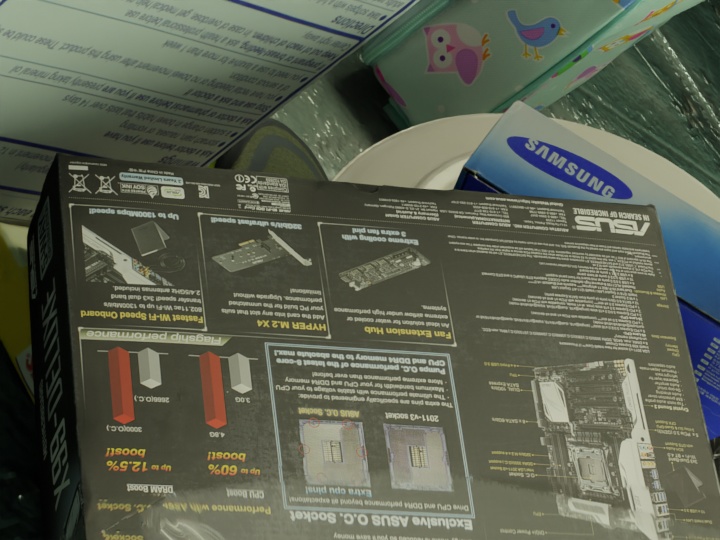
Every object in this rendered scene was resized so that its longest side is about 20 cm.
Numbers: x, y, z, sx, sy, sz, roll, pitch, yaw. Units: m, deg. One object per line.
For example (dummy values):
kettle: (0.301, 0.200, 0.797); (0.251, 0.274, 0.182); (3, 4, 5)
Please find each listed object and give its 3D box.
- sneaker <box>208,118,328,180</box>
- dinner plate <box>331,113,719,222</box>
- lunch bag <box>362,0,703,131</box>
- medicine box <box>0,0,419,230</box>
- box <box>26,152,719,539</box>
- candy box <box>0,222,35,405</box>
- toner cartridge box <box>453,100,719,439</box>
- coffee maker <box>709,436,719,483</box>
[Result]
sneaker: (0.000, 0.000, 0.977); (0.074, 0.081, 0.200); (21, 25, -35)
dinner plate: (0.076, 0.005, 1.072); (0.200, 0.024, 0.200); (6, 48, -7)
lunch bag: (0.084, -0.123, 1.277); (0.077, 0.160, 0.200); (58, 16, 2)
medicine box: (-0.088, -0.102, 0.828); (0.182, 0.200, 0.103); (8, 50, -61)
box: (0.005, 0.047, 0.819); (0.200, 0.050, 0.158); (4, 53, -18)
candy box: (-0.048, 0.074, 0.868); (0.102, 0.026, 0.200); (6, 49, -58)
toner cartridge box: (0.119, 0.029, 0.985); (0.200, 0.095, 0.043); (32, 53, 8)
coffee maker: (0.138, 0.163, 0.874); (0.135, 0.192, 0.200); (0, 52, -47)
